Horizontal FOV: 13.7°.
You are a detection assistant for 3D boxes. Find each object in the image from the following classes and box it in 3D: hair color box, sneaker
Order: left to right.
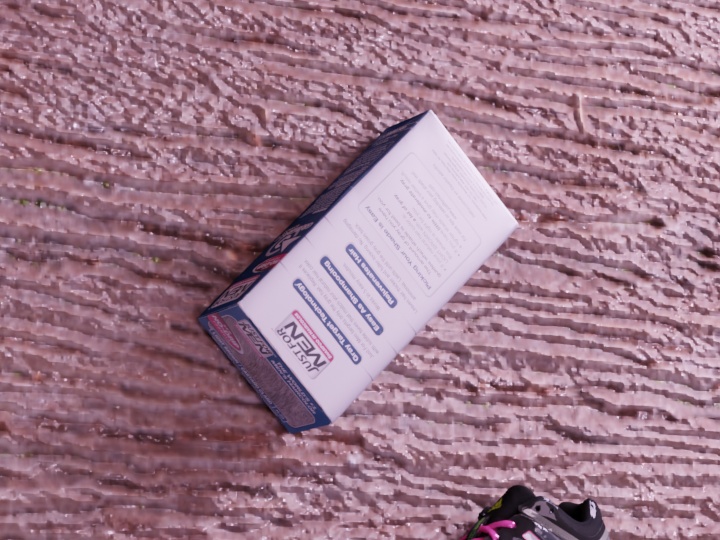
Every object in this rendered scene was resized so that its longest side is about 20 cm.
[{"bbox_3d":[0.000,0.000,1.899,0.100,0.060,0.200,52,60,-12],"label":"hair color box"},{"bbox_3d":[0.085,0.182,1.910,0.199,0.074,0.088,1,78,-34],"label":"sneaker"}]
